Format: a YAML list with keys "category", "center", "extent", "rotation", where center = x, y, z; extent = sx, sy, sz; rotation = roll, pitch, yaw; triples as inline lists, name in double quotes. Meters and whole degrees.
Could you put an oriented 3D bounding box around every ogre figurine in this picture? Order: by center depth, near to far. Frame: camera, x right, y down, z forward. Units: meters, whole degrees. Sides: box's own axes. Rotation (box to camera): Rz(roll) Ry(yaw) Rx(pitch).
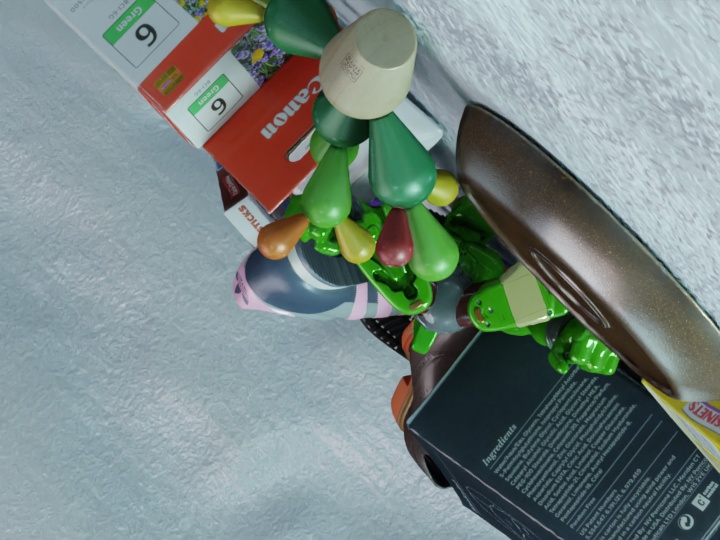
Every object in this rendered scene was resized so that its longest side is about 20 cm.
- category: "ogre figurine"
  center: [0.052, 0.003, 1.295]
  extent: [0.199, 0.099, 0.120]
  rotation: [5, -176, -3]

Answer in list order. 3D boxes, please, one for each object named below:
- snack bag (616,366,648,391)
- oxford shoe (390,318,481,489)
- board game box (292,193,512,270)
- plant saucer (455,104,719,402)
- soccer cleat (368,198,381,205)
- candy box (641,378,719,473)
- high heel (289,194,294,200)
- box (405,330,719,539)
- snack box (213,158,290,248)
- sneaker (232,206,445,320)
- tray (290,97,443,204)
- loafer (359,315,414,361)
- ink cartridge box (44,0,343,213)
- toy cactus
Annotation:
- category: "snack bag"
  center: [0.173, 0.086, 1.490]
  extent: [0.200, 0.021, 0.189]
  rotation: [40, 176, 18]
- category: "oxford shoe"
  center: [0.067, 0.078, 1.453]
  extent: [0.200, 0.071, 0.073]
  rotation: [97, 159, -61]
- category: "board game box"
  center: [0.012, -0.040, 1.515]
  extent: [0.200, 0.019, 0.103]
  rotation: [24, -175, -22]
- category: "plant saucer"
  center: [0.113, -0.001, 1.093]
  extent: [0.200, 0.032, 0.200]
  rotation: [46, 179, 2]
- category: "soccer cleat"
  center: [-0.042, -0.113, 1.395]
  extent: [0.200, 0.067, 0.076]
  rotation: [50, -172, -16]
- category: "candy box"
  center: [0.231, 0.121, 1.168]
  extent: [0.102, 0.026, 0.200]
  rotation: [44, 179, -35]
- category: "high heel"
  center: [0.031, -0.025, 1.657]
  extent: [0.200, 0.071, 0.143]
  rotation: [23, -157, -51]
- category: "box"
  center: [0.150, 0.135, 1.378]
  extent: [0.200, 0.107, 0.148]
  rotation: [34, 169, 28]
- category: "snack box"
  center: [-0.080, -0.077, 1.589]
  extent: [0.072, 0.024, 0.200]
  rotation: [51, -167, -33]
- category: "sneaker"
  center: [0.000, 0.000, 1.418]
  extent: [0.200, 0.082, 0.070]
  rotation: [9, -119, -49]
- category: "tray"
  center: [-0.024, -0.083, 1.331]
  extent: [0.107, 0.022, 0.200]
  rotation: [41, 159, -4]
- category: "loafer"
  center: [0.070, 0.043, 1.553]
  extent: [0.200, 0.073, 0.071]
  rotation: [47, -153, -38]
- category: "ink cartridge box"
  center: [-0.081, -0.133, 1.225]
  extent: [0.200, 0.109, 0.050]
  rotation: [44, 177, 33]
- category: "toy cactus"
  center: [-0.014, -0.086, 1.095]
  extent: [0.201, 0.102, 0.165]
  rotation: [66, 164, 10]
